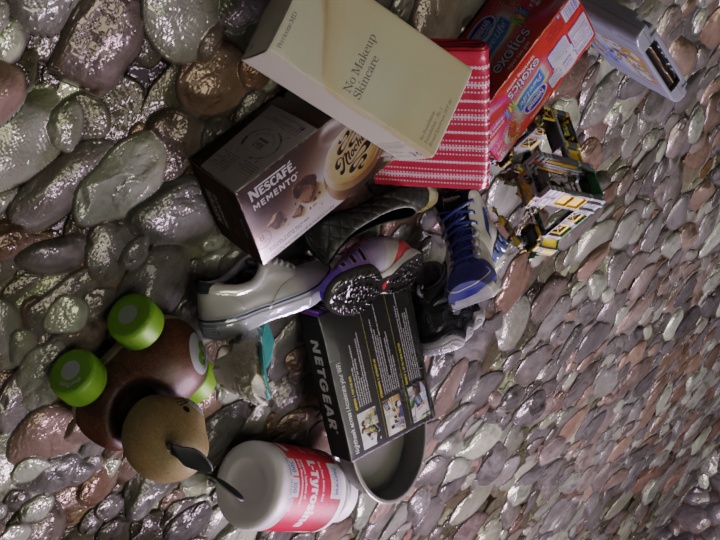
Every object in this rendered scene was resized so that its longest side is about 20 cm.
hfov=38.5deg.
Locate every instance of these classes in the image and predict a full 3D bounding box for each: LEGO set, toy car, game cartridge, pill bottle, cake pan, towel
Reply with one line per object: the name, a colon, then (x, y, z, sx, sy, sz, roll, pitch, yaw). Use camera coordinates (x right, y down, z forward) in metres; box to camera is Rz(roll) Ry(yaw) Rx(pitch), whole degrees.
LEGO set: (0.208, -0.123, 1.301, 0.115, 0.202, 0.153, 8, 154, -35)
toy car: (-0.191, 0.152, 1.060, 0.158, 0.200, 0.165, -45, 145, -11)
game cartridge: (0.350, -0.299, 1.359, 0.042, 0.133, 0.200, -56, 144, 4)
pill bottle: (-0.091, 0.291, 1.375, 0.199, 0.112, 0.113, 22, 103, -55)
cake pan: (0.028, 0.223, 1.442, 0.200, 0.036, 0.203, 10, 77, -56)
towel: (0.075, -0.175, 1.162, 0.201, 0.143, 0.023, 83, 16, -45)

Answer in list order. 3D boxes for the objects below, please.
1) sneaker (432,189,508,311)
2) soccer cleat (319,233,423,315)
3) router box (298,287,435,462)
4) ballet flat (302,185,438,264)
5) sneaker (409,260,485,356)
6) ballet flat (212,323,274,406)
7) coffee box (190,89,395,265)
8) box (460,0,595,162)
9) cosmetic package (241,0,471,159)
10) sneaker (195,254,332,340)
sneaker: (0.132, -0.038, 1.342, 0.116, 0.080, 0.200, 60, 23, -18)
soccer cleat: (0.000, 0.000, 1.230, 0.199, 0.073, 0.069, -22, 141, -55)
router box: (0.011, 0.123, 1.326, 0.148, 0.051, 0.202, -22, 108, -33)
ballet flat: (0.016, -0.056, 1.235, 0.199, 0.057, 0.067, -22, 165, -31)
sneaker: (0.116, 0.037, 1.423, 0.200, 0.075, 0.115, -41, 116, -67)
ballet flat: (-0.128, 0.104, 1.127, 0.072, 0.071, 0.200, -57, -172, 7)
coffee box: (-0.065, -0.117, 1.079, 0.200, 0.080, 0.114, -40, 143, -20)
box: (0.177, -0.247, 1.235, 0.201, 0.095, 0.100, -53, 145, 0)
cosmetic package: (-0.001, -0.199, 0.997, 0.199, 0.073, 0.104, 28, 81, -27)
sneaker: (-0.102, 0.014, 1.161, 0.199, 0.072, 0.072, -26, 116, -48)
